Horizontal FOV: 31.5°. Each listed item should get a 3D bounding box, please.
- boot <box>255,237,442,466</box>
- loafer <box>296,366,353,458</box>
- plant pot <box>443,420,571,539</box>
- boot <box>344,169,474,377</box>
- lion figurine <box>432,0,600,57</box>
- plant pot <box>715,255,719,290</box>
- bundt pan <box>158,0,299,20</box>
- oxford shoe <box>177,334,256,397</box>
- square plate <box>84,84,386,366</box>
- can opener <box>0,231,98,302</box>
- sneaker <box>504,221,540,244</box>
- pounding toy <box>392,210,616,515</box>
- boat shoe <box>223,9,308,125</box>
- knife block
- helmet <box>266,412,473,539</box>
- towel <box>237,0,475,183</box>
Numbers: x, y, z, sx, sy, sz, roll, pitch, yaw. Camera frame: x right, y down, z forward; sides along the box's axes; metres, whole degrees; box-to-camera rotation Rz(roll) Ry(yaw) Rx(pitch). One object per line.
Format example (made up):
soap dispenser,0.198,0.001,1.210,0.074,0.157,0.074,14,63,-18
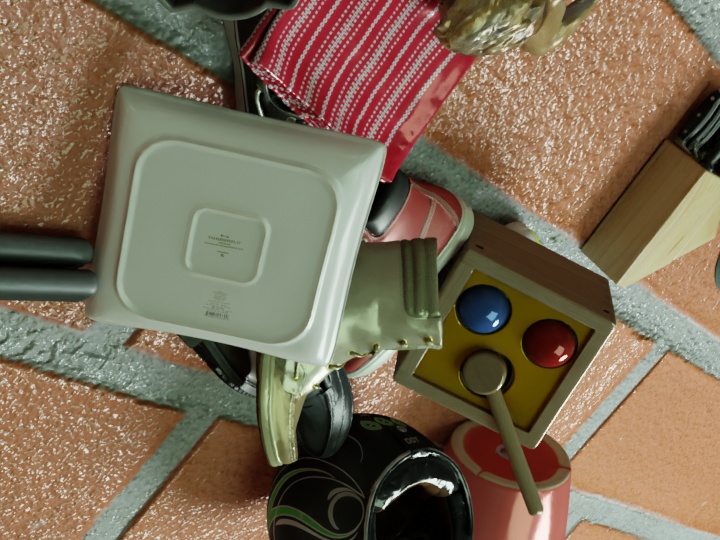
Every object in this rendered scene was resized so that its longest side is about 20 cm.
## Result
boot,-0.009,0.067,1.058,0.154,0.072,0.201,2,100,-5
loafer,-0.049,0.094,1.155,0.070,0.068,0.201,-36,137,-39
plant pot,0.154,0.281,1.483,0.200,0.200,0.178,-9,122,-36
boot,0.000,0.000,1.148,0.144,0.072,0.200,20,106,-48
lion figurine,0.136,-0.202,0.993,0.123,0.072,0.200,-49,154,15
plant pot,0.572,-0.001,1.589,0.200,0.161,0.201,-24,139,-23
bundt pan,-0.084,-0.253,0.749,0.201,0.076,0.202,6,135,6
oxford shoe,-0.108,0.046,1.091,0.084,0.073,0.200,-45,147,-10
square plate,-0.098,-0.024,0.958,0.199,0.028,0.199,12,116,-6
can opener,-0.284,-0.002,0.911,0.200,0.053,0.066,0,161,-41
sneaker,0.180,0.039,1.316,0.076,0.105,0.200,-33,143,-12
pounding toy,0.138,0.089,1.225,0.184,0.142,0.200,26,114,-5
boat shoe,-0.055,-0.136,0.962,0.071,0.064,0.200,-33,142,-14
knife block,0.337,-0.094,1.363,0.200,0.064,0.176,-26,140,-20
helmet,-0.002,0.243,1.285,0.200,0.190,0.201,-1,92,-40
towel,0.008,-0.161,0.937,0.145,0.022,0.200,-55,143,-2
